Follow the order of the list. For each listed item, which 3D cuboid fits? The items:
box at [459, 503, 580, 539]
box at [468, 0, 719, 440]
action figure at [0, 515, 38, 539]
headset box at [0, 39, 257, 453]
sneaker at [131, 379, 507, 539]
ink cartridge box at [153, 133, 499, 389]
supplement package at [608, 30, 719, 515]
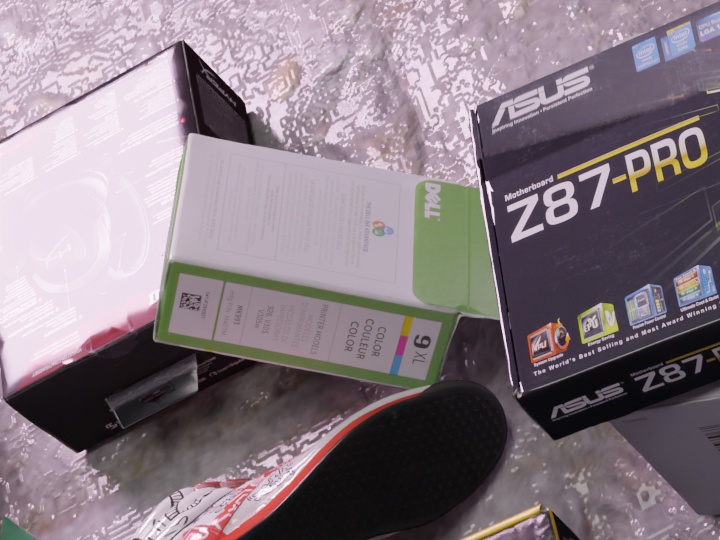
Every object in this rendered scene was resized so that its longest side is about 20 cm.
[{"bbox_3d":[0.047,0.228,1.097,0.159,0.049,0.201,-25,51,17],"label":"box"},{"bbox_3d":[0.151,-0.034,1.031,0.199,0.049,0.162,-21,50,20],"label":"box"},{"bbox_3d":[-0.147,0.195,1.246,0.199,0.055,0.119,11,66,33],"label":"action figure"},{"bbox_3d":[-0.128,-0.006,1.338,0.148,0.077,0.201,-28,51,17],"label":"headset box"},{"bbox_3d":[-0.028,0.112,1.202,0.201,0.068,0.108,-35,18,-15],"label":"sneaker"},{"bbox_3d":[0.000,0.000,1.215,0.198,0.060,0.104,10,39,-5],"label":"ink cartridge box"},{"bbox_3d":[0.187,-0.008,1.102,0.117,0.117,0.201,-12,57,28],"label":"supplement package"}]
